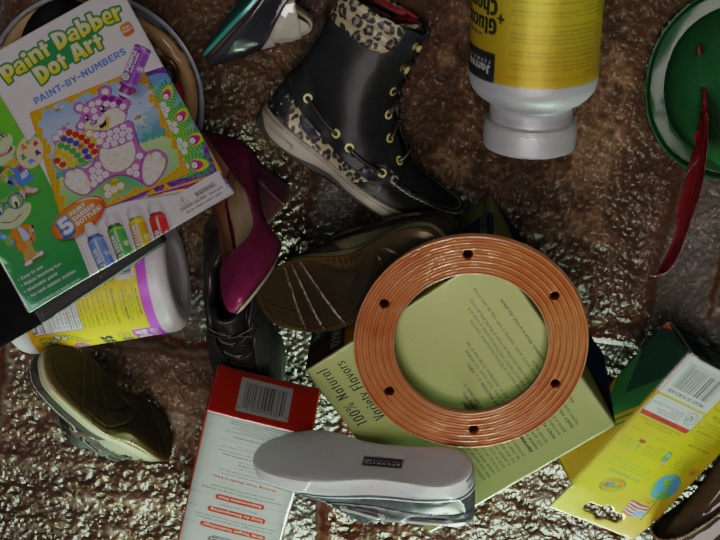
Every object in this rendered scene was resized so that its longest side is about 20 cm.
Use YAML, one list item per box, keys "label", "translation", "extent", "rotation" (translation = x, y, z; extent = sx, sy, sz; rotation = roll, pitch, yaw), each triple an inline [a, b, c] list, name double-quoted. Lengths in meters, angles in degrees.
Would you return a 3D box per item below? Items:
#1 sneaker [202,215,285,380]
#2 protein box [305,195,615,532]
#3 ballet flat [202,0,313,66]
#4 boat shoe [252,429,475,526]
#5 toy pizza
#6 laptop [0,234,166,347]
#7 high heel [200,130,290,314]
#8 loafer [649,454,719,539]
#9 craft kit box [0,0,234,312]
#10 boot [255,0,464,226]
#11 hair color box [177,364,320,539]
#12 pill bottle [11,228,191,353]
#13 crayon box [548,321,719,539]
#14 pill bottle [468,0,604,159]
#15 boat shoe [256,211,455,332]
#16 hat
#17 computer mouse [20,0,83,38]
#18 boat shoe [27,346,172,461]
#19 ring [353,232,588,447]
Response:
- label: "sneaker"
  translation: [-0.114, 0.051, 1.591]
  extent: [0.075, 0.091, 0.202]
  rotation: [-7, 114, 6]
- label: "protein box"
  translation: [0.090, 0.083, 1.566]
  extent: [0.199, 0.135, 0.199]
  rotation: [-32, 108, 16]
- label: "ballet flat"
  translation: [-0.057, -0.241, 1.476]
  extent: [0.073, 0.073, 0.201]
  rotation: [33, 109, -10]
- label: "boat shoe"
  translation: [0.004, 0.187, 1.511]
  extent: [0.197, 0.072, 0.068]
  rotation: [2, 123, 14]
- label: "toy pizza"
  translation: [-0.237, -0.147, 1.547]
  extent: [0.197, 0.032, 0.203]
  rotation: [1, 113, 3]
- label: "laptop"
  translation: [-0.303, -0.050, 1.504]
  extent: [0.199, 0.116, 0.188]
  rotation: [-33, 98, -10]
- label: "high heel"
  translation: [-0.117, -0.042, 1.494]
  extent: [0.096, 0.201, 0.067]
  rotation: [34, 117, -17]
- label: "loafer"
  translation: [0.348, 0.198, 1.637]
  extent: [0.199, 0.073, 0.071]
  rotation: [-37, 107, 7]
- label: "craft kit box"
  translation: [-0.236, -0.100, 1.438]
  extent: [0.199, 0.048, 0.199]
  rotation: [-31, 94, -10]
- label: "boot"
  translation: [0.028, -0.137, 1.508]
  extent: [0.202, 0.074, 0.154]
  rotation: [31, 113, -5]
- label: "hair color box"
  translation: [-0.106, 0.184, 1.628]
  extent: [0.100, 0.062, 0.201]
  rotation: [14, 133, -3]
- label: "pill bottle"
  translation: [-0.259, 0.017, 1.579]
  extent: [0.197, 0.104, 0.105]
  rotation: [-9, 112, 8]
- label: "crayon box"
  translation: [0.267, 0.151, 1.604]
  extent: [0.126, 0.051, 0.200]
  rotation: [25, 114, -35]
- label: "pill bottle"
  translation: [0.146, -0.201, 1.454]
  extent: [0.111, 0.112, 0.202]
  rotation: [2, 113, 3]
- label: "boat shoe"
  translation: [0.000, 0.000, 1.516]
  extent: [0.198, 0.065, 0.074]
  rotation: [-15, 107, 32]
- label: "hat"
  translation: [0.322, -0.117, 1.442]
  extent: [0.163, 0.176, 0.202]
  rotation: [3, 113, 2]
- label: "computer mouse"
  translation: [-0.234, -0.133, 1.502]
  extent: [0.137, 0.053, 0.202]
  rotation: [-16, 105, 8]
- label: "boat shoe"
  translation: [-0.249, 0.134, 1.609]
  extent: [0.065, 0.072, 0.201]
  rotation: [-21, 147, 20]
- label: "ring"
  translation: [0.093, 0.058, 1.467]
  extent: [0.198, 0.019, 0.203]
  rotation: [1, 116, 1]
